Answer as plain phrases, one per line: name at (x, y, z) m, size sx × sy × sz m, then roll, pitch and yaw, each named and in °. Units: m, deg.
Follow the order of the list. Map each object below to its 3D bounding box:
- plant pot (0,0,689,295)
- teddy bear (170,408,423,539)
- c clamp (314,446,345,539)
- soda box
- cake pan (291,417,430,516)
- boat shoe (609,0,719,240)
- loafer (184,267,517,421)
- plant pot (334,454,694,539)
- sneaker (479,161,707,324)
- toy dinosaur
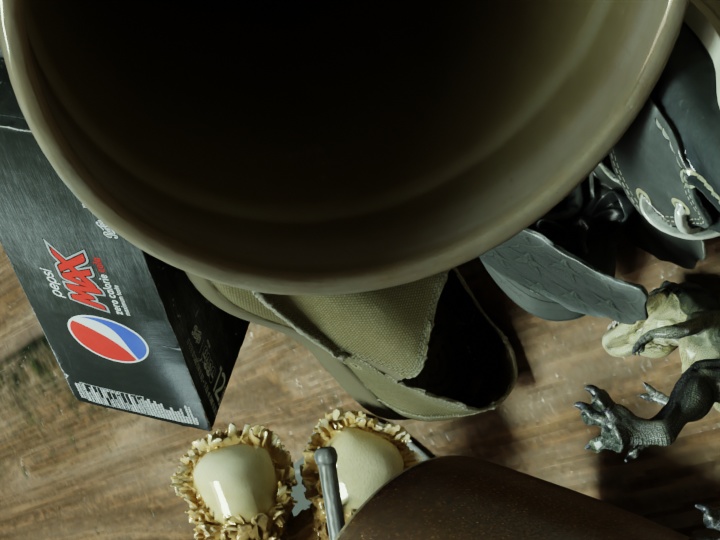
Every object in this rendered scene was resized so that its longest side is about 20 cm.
plant pot at (-0.022, -0.118, 0.740) m, size 0.174 × 0.199 × 0.200 m, roll -123°, pitch 20°, yaw -59°
teddy bear at (-0.024, 0.143, 1.059) m, size 0.067 × 0.145 × 0.200 m, roll -121°, pitch 8°, yaw -58°
c clamp at (0.041, 0.155, 1.005) m, size 0.027 × 0.200 × 0.171 m, roll -4°, pitch 85°, yaw 27°
soda box at (-0.093, -0.022, 0.950) m, size 0.063 × 0.071 × 0.200 m, roll 10°, pitch 149°, yaw 15°
cake pan at (0.018, 0.165, 1.176) m, size 0.200 × 0.037 × 0.201 m, roll 42°, pitch 147°, yaw 37°
boat shoe at (0.110, -0.037, 0.737) m, size 0.068 × 0.072 × 0.200 m, roll -61°, pitch 35°, yaw 28°
loafer at (0.000, 0.000, 0.971) m, size 0.067 × 0.076 × 0.200 m, roll 4°, pitch 159°, yaw 35°
plant pot at (0.103, 0.172, 0.892) m, size 0.200 × 0.187 × 0.187 m, roll 7°, pitch 121°, yaw 38°
sneaker at (0.039, -0.048, 0.891) m, size 0.200 × 0.060 × 0.104 m, roll 44°, pitch 171°, yaw 18°
toy dinosaur at (0.129, 0.053, 0.815) m, size 0.200 × 0.088 × 0.048 m, roll 35°, pitch 141°, yaw 45°
